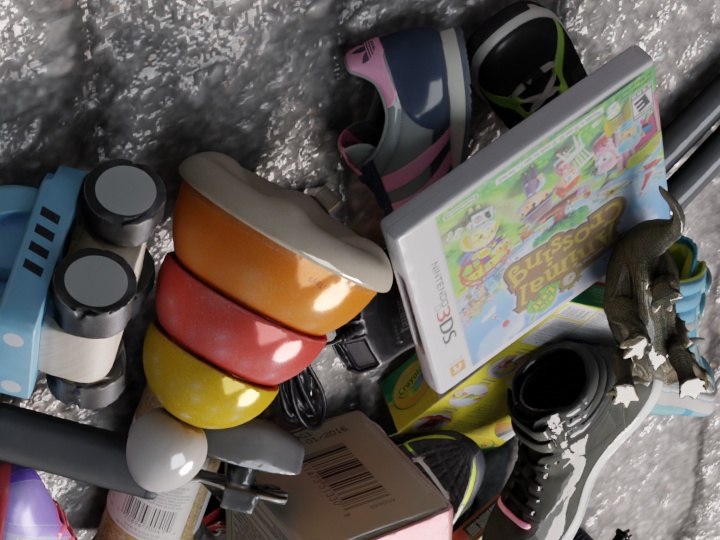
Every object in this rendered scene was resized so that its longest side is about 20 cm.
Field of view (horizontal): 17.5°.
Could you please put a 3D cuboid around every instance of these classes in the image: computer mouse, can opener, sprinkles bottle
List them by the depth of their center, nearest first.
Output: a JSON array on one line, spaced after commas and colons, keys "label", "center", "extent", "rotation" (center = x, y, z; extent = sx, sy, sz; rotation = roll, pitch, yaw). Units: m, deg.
[{"label": "can opener", "center": [-0.135, 0.106, 1.464], "extent": [0.199, 0.053, 0.067], "rotation": [16, 90, -11]}, {"label": "sprinkles bottle", "center": [-0.124, 0.121, 1.535], "extent": [0.068, 0.068, 0.200], "rotation": [-6, 131, -36]}, {"label": "computer mouse", "center": [0.000, 0.000, 1.541], "extent": [0.200, 0.046, 0.141], "rotation": [-33, 117, -30]}, {"label": "can opener", "center": [0.215, -0.061, 1.643], "extent": [0.053, 0.066, 0.200], "rotation": [43, 94, -8]}]

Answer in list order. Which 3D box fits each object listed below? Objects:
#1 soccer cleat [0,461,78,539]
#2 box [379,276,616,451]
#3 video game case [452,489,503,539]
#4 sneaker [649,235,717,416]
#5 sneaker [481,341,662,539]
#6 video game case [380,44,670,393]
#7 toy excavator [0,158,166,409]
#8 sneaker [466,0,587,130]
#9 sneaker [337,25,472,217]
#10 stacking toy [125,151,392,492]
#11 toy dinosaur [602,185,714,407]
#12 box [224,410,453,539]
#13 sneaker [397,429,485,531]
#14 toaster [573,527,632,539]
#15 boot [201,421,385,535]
[{"label": "soccer cleat", "center": [-0.202, 0.190, 1.525], "extent": [0.076, 0.067, 0.200], "rotation": [1, 138, -1]}, {"label": "box", "center": [0.105, 0.066, 1.656], "extent": [0.117, 0.048, 0.200], "rotation": [12, 136, -46]}, {"label": "video game case", "center": [0.075, 0.209, 1.741], "extent": [0.200, 0.017, 0.143], "rotation": [-36, 166, -39]}, {"label": "sneaker", "center": [0.236, 0.039, 1.753], "extent": [0.200, 0.079, 0.131], "rotation": [4, 104, -67]}, {"label": "sneaker", "center": [0.120, 0.128, 1.617], "extent": [0.099, 0.071, 0.200], "rotation": [24, 103, -47]}, {"label": "video game case", "center": [0.110, -0.029, 1.479], "extent": [0.200, 0.022, 0.182], "rotation": [-35, 146, -13]}, {"label": "toy excavator", "center": [-0.226, 0.017, 1.319], "extent": [0.199, 0.195, 0.100], "rotation": [14, 144, 0]}, {"label": "sneaker", "center": [0.136, -0.099, 1.526], "extent": [0.072, 0.083, 0.200], "rotation": [-41, 142, 0]}, {"label": "sneaker", "center": [0.025, -0.062, 1.480], "extent": [0.082, 0.070, 0.201], "rotation": [-3, 119, -6]}, {"label": "stacking toy", "center": [-0.086, 0.043, 1.403], "extent": [0.146, 0.146, 0.200], "rotation": [25, 98, -49]}, {"label": "toy dinosaur", "center": [0.184, 0.022, 1.526], "extent": [0.077, 0.102, 0.200], "rotation": [-17, 126, 4]}, {"label": "box", "center": [-0.016, 0.218, 1.575], "extent": [0.109, 0.128, 0.201], "rotation": [-17, 128, -26]}, {"label": "sneaker", "center": [0.050, 0.163, 1.706], "extent": [0.081, 0.074, 0.200], "rotation": [-33, 167, -31]}, {"label": "toaster", "center": [0.147, 0.288, 1.892], "extent": [0.200, 0.114, 0.129], "rotation": [-40, 146, -4]}, {"label": "boot", "center": [-0.070, 0.196, 1.657], "extent": [0.144, 0.072, 0.201], "rotation": [-4, 124, -34]}]
